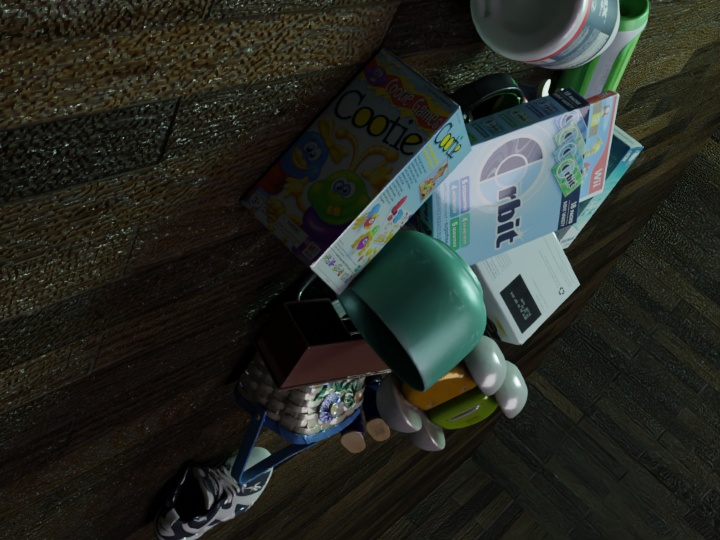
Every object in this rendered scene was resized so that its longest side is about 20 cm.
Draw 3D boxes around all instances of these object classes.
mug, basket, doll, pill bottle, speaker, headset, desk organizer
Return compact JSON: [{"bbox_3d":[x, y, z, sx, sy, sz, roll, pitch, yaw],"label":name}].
[{"bbox_3d":[0.051,0.021,0.959,0.114,0.185,0.152,-38,-179,-12],"label":"mug"},{"bbox_3d":[-0.082,0.170,1.157,0.176,0.139,0.201,-23,143,-51],"label":"basket"},{"bbox_3d":[0.001,0.165,1.299,0.136,0.200,0.049,-28,125,10],"label":"doll"},{"bbox_3d":[0.205,-0.275,0.952,0.120,0.119,0.200,-56,161,23],"label":"pill bottle"},{"bbox_3d":[0.328,-0.296,1.240,0.088,0.088,0.200,-40,160,-23],"label":"speaker"},{"bbox_3d":[0.103,-0.141,1.027,0.199,0.094,0.124,-32,161,2],"label":"headset"},{"bbox_3d":[-0.017,0.079,1.066,0.199,0.072,0.077,-4,141,-42],"label":"desk organizer"}]

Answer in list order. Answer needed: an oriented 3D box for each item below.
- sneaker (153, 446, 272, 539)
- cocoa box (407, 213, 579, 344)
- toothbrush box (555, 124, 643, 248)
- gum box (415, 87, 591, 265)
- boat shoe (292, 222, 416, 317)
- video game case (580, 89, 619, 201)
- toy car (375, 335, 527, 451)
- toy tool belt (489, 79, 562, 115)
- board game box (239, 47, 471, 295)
[{"bbox_3d":[-0.195,0.299,1.251,0.198,0.080,0.130,-26,161,-28],"label":"sneaker"},{"bbox_3d":[0.170,-0.025,1.200,0.133,0.201,0.131,-40,-157,-21],"label":"cocoa box"},{"bbox_3d":[0.309,-0.151,1.389,0.085,0.146,0.200,-15,144,-57],"label":"toothbrush box"},{"bbox_3d":[0.157,-0.095,1.014,0.199,0.045,0.171,-21,135,-17],"label":"gum box"},{"bbox_3d":[-0.001,0.000,1.109,0.200,0.070,0.072,-38,165,-19],"label":"boat shoe"},{"bbox_3d":[0.232,-0.128,1.104,0.199,0.017,0.144,-24,132,-27],"label":"video game case"},{"bbox_3d":[0.114,0.139,1.217,0.174,0.151,0.200,-28,143,14],"label":"toy car"},{"bbox_3d":[0.219,-0.191,1.182,0.123,0.124,0.200,-63,154,-21],"label":"toy tool belt"},{"bbox_3d":[-0.001,-0.093,0.875,0.200,0.103,0.105,-47,160,-3],"label":"board game box"}]
